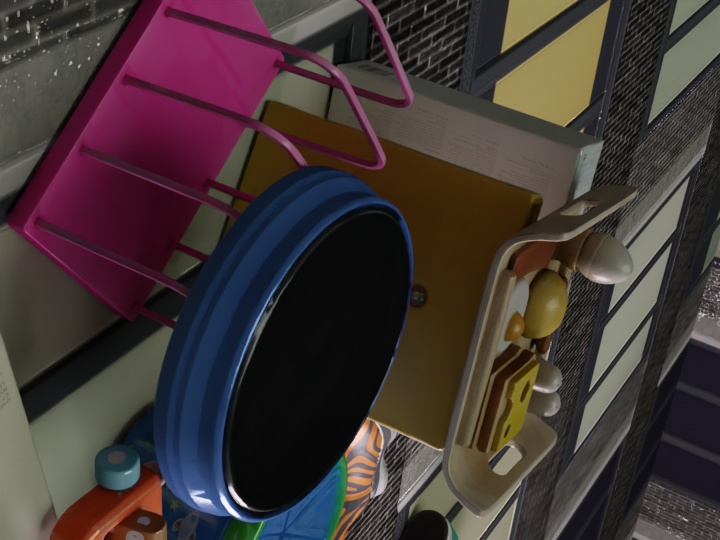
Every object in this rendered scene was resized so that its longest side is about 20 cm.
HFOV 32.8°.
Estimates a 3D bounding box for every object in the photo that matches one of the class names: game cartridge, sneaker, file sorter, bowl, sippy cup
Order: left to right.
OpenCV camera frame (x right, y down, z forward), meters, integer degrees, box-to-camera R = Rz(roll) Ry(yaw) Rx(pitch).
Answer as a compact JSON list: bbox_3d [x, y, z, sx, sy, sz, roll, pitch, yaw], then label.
[{"bbox_3d":[-0.097,0.155,0.829,0.178,0.130,0.140,-21,130,-59],"label":"sippy cup"},{"bbox_3d":[-0.071,-0.063,0.700,0.200,0.125,0.139,-62,156,-14],"label":"file sorter"},{"bbox_3d":[-0.033,0.043,0.669,0.201,0.039,0.201,-45,147,-40],"label":"bowl"},{"bbox_3d":[-0.028,0.164,0.949,0.112,0.077,0.200,-56,153,-30],"label":"sneaker"},{"bbox_3d":[0.000,0.000,0.815,0.032,0.200,0.177,4,107,-67],"label":"game cartridge"},{"bbox_3d":[0.069,0.396,1.473,0.200,0.083,0.121,-64,147,-13],"label":"sneaker"}]

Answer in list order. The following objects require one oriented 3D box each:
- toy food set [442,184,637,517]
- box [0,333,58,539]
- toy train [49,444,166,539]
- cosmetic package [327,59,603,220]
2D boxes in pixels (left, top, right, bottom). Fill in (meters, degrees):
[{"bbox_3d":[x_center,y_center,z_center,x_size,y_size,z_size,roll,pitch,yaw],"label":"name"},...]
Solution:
[{"bbox_3d":[0.123,0.048,0.794,0.143,0.060,0.201,-28,135,-57],"label":"toy food set"},{"bbox_3d":[-0.209,0.104,0.588,0.078,0.095,0.200,-47,148,-38],"label":"box"},{"bbox_3d":[-0.141,0.198,0.632,0.150,0.056,0.201,-34,140,-49],"label":"toy train"},{"bbox_3d":[0.062,-0.053,0.902,0.052,0.200,0.151,-23,132,-57],"label":"cosmetic package"}]
